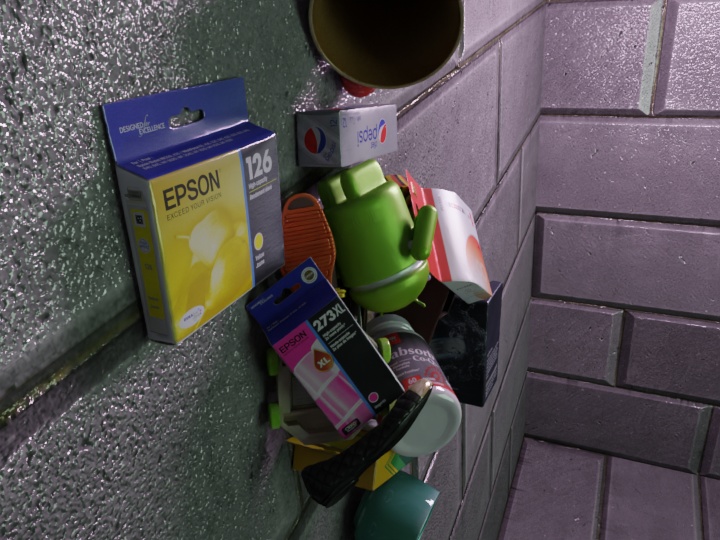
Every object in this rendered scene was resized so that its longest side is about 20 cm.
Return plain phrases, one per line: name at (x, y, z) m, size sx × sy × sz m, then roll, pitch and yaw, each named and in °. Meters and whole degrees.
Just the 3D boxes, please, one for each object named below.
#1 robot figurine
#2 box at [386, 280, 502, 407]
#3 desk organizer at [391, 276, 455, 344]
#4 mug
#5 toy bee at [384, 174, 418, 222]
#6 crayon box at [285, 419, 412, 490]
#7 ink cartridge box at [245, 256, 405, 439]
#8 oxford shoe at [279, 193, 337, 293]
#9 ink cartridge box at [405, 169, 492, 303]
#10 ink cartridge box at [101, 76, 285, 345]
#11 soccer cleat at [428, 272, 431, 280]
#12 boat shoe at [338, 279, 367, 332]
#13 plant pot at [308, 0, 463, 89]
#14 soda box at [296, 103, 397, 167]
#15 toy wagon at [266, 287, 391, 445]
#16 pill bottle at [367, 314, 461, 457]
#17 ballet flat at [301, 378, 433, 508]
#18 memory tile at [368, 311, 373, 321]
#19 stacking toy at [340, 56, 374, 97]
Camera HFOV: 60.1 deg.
robot figurine at (0.018, -0.036, 0.809) m, size 0.115 × 0.174 × 0.203 m, roll -34°, pitch 105°, yaw -47°
box at (0.149, 0.118, 1.141) m, size 0.117 × 0.193 × 0.204 m, roll -34°, pitch 127°, yaw -59°
desk organizer at (0.094, 0.088, 1.041) m, size 0.072 × 0.076 × 0.203 m, roll -11°, pitch 122°, yaw -67°
mug at (0.048, 0.442, 1.080) m, size 0.187 × 0.113 × 0.153 m, roll -58°, pitch 163°, yaw -23°
toy bee at (0.085, -0.093, 1.043) m, size 0.132 × 0.108 × 0.201 m, roll 58°, pitch -9°, yaw 19°
crayon box at (-0.011, 0.257, 0.886) m, size 0.199 × 0.125 × 0.052 m, roll 7°, pitch 90°, yaw -66°
ink cartridge box at (-0.037, 0.093, 0.723) m, size 0.201 × 0.094 × 0.037 m, roll 55°, pitch -4°, yaw -18°
oxford shoe at (-0.063, -0.004, 0.785) m, size 0.073 × 0.070 × 0.204 m, roll -99°, pitch -177°, yaw -67°
ink cartridge box at (0.138, -0.054, 0.952) m, size 0.200 × 0.049 × 0.165 m, roll 36°, pitch 40°, yaw -59°
ink cartridge box at (-0.139, -0.066, 0.587) m, size 0.198 × 0.046 × 0.204 m, roll -42°, pitch 137°, yaw -57°
soccer cleat at (0.058, 0.003, 0.972) m, size 0.200 × 0.075 × 0.068 m, roll 171°, pitch -74°, yaw -86°
boat shoe at (0.000, 0.000, 0.915) m, size 0.072 × 0.066 × 0.204 m, roll 46°, pitch 53°, yaw -59°
plant pot at (0.039, -0.372, 0.787) m, size 0.187 × 0.183 × 0.203 m, roll 65°, pitch 26°, yaw -51°
soda box at (-0.012, -0.184, 0.833) m, size 0.200 × 0.062 × 0.070 m, roll -36°, pitch 127°, yaw -61°
toy wagon at (-0.039, 0.115, 0.766) m, size 0.040 × 0.152 × 0.204 m, roll -140°, pitch -131°, yaw -69°
pill bottle at (0.061, 0.158, 0.902) m, size 0.201 × 0.114 × 0.118 m, roll -117°, pitch -164°, yaw -58°
ballet flat at (0.011, 0.199, 0.752) m, size 0.199 × 0.057 × 0.067 m, roll -42°, pitch 157°, yaw -10°
memory tile at (0.000, 0.146, 1.021) m, size 0.201 × 0.016 × 0.156 m, roll 59°, pitch 43°, yaw -55°
stacking toy at (0.031, -0.316, 0.892) m, size 0.202 × 0.084 × 0.086 m, roll -60°, pitch 149°, yaw -33°
